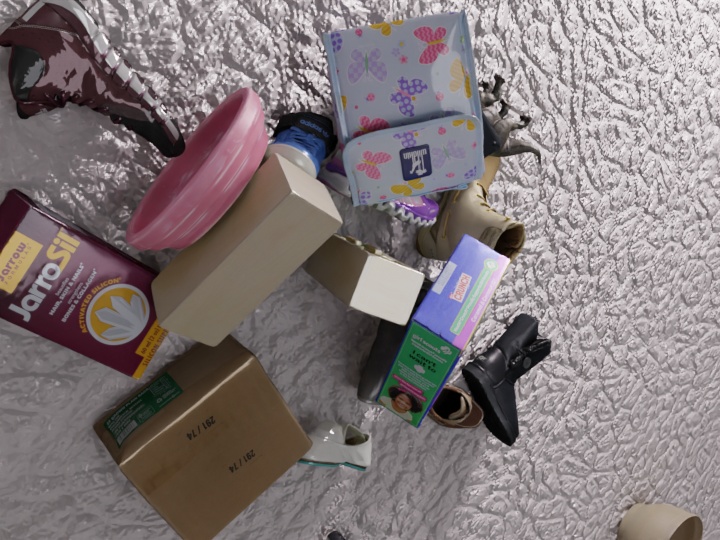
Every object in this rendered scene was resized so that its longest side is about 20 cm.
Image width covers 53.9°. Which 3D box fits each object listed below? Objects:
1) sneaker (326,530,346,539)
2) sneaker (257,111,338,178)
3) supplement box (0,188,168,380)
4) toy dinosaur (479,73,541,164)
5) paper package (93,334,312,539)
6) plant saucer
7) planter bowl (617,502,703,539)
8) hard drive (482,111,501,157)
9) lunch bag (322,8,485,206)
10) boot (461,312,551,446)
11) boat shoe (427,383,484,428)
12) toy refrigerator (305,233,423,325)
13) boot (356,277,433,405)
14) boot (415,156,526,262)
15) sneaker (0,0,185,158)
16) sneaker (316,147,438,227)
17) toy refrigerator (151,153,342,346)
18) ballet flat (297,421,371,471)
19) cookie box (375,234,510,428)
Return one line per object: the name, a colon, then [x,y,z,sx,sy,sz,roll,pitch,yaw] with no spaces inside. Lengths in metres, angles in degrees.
sneaker: [-0.022,0.506,1.136,0.083,0.072,0.201,-36,124,-22]
sneaker: [-0.072,-0.141,0.808,0.076,0.200,0.112,28,81,-6]
supplement box: [-0.297,0.018,0.745,0.200,0.085,0.111,36,82,-39]
toy dinosaur: [0.186,-0.218,1.042,0.102,0.077,0.200,-47,115,-9]
paper package: [-0.189,0.206,0.883,0.200,0.103,0.191,-39,125,-20]
plant saucer: [-0.162,-0.097,0.733,0.051,0.200,0.201,39,80,-24]
planter bowl: [0.711,0.649,1.711,0.199,0.134,0.202,-13,112,-34]
hard drive: [0.087,-0.205,0.956,0.139,0.033,0.200,-31,130,16]
lunch bag: [0.054,-0.185,0.830,0.168,0.127,0.202,-8,104,1]
boot: [0.279,0.193,1.257,0.168,0.076,0.201,-37,118,-18]
boat shoe: [0.147,0.225,1.169,0.199,0.072,0.076,29,87,-40]
toy refrigerator: [0.000,0.000,0.879,0.075,0.200,0.070,20,95,-21]
boot: [0.037,0.095,1.029,0.181,0.072,0.201,22,97,-57]
boot: [0.185,-0.090,1.036,0.073,0.155,0.201,40,80,-39]
sneaker: [-0.278,-0.170,0.714,0.115,0.076,0.200,-43,116,-11]
sneaker: [0.040,-0.123,0.954,0.199,0.080,0.089,20,99,-38]
toy refrigerator: [-0.119,-0.018,0.719,0.200,0.070,0.076,-43,137,19]
ballet flat: [-0.038,0.251,1.027,0.070,0.069,0.200,-62,149,-3]
cookie box: [0.106,0.082,0.931,0.171,0.075,0.201,-53,167,-38]
